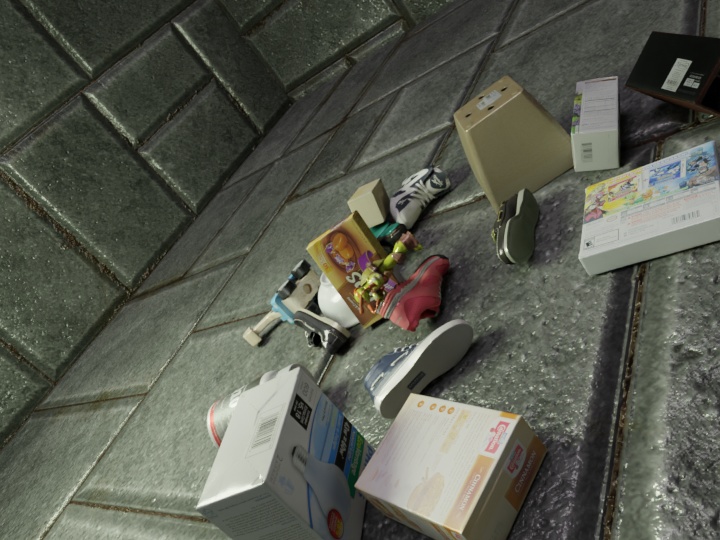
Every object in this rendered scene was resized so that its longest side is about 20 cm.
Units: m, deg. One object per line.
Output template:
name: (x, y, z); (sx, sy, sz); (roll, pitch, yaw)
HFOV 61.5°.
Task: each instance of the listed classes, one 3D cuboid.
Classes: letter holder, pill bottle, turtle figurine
letter holder: (0.578, -0.321, 1.022); (0.201, 0.140, 0.102); (-110, 40, -64)
pill bottle: (-0.178, 0.258, 1.125); (0.199, 0.114, 0.114); (-31, 26, 20)
turtle figurine: (0.039, 0.005, 1.085); (0.162, 0.064, 0.200); (-48, -12, -4)

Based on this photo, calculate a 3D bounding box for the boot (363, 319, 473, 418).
boot: (0.087, 0.140, 0.979); (0.200, 0.073, 0.090); (-42, 30, -1)

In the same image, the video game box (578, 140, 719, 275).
video game box: (0.430, -0.091, 0.896); (0.198, 0.047, 0.183); (-20, 34, 39)

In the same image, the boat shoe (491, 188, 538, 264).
boat shoe: (0.269, -0.070, 1.075); (0.060, 0.072, 0.202); (-26, 21, 38)

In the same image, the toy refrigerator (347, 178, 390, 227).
toy refrigerator: (0.022, -0.159, 1.453); (0.069, 0.077, 0.200); (-21, 13, 14)

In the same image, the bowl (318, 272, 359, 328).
bowl: (-0.025, 0.026, 1.318); (0.200, 0.091, 0.202); (-33, 26, 18)

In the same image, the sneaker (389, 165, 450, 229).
sneaker: (0.148, -0.184, 1.423); (0.129, 0.080, 0.200); (-34, 14, 36)

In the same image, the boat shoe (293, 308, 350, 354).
boat shoe: (-0.097, 0.129, 1.273); (0.199, 0.073, 0.063); (11, 65, 56)

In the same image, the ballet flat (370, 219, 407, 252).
ballet flat: (0.065, -0.071, 1.362); (0.068, 0.069, 0.200); (-43, 15, -4)

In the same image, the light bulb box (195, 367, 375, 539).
light bulb box: (-0.091, 0.287, 0.845); (0.124, 0.201, 0.199); (-26, 28, 26)

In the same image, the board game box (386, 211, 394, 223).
board game box: (-0.015, -0.078, 1.544); (0.199, 0.034, 0.135); (-10, 39, 49)

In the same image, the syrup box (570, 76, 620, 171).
syrup box: (0.438, -0.274, 1.123); (0.080, 0.079, 0.201); (-2, 41, 24)

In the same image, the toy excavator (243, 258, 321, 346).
toy excavator: (-0.185, 0.090, 1.465); (0.199, 0.100, 0.195); (-28, 22, 55)

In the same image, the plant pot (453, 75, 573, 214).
plant pot: (0.298, -0.272, 1.233); (0.199, 0.177, 0.201); (-34, 25, 16)

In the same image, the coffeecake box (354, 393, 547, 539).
coffeecake box: (0.109, 0.250, 0.764); (0.199, 0.073, 0.154); (-3, 44, 54)

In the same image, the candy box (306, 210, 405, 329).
candy box: (0.000, 0.000, 1.184); (0.116, 0.201, 0.057); (-32, 11, 17)

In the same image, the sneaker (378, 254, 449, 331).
sneaker: (0.118, 0.047, 1.116); (0.200, 0.087, 0.074); (-39, -20, -39)
